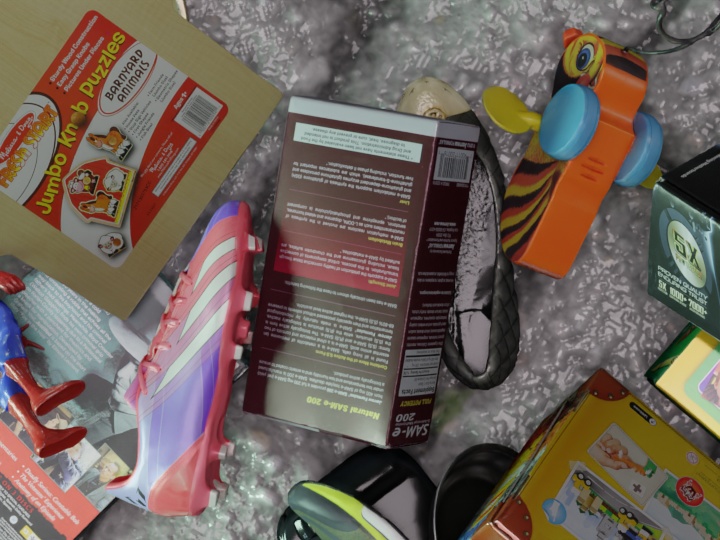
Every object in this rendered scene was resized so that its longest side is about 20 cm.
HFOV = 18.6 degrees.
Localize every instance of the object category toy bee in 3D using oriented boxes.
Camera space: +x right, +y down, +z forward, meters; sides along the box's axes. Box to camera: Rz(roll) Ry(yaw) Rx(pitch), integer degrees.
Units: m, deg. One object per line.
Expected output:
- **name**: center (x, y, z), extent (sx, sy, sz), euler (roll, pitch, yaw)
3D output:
- **toy bee**: center (0.148, -0.098, 1.365), extent (0.200, 0.109, 0.131), euler (-41, 122, 8)

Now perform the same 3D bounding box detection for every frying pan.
- **frying pan**: center (0.102, 0.196, 1.375), extent (0.031, 0.115, 0.190), euler (-19, 109, 45)

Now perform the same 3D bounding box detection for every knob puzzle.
- **knob puzzle**: center (-0.180, -0.095, 1.367), extent (0.219, 0.030, 0.221), euler (-2, 100, -11)

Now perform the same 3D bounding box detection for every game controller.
- **game controller**: center (0.038, 0.210, 1.397), extent (0.104, 0.042, 0.200), euler (-37, 89, -12)

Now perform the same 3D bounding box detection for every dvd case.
- **dvd case**: center (-0.190, 0.080, 1.409), extent (0.146, 0.022, 0.200), euler (45, 93, 1)

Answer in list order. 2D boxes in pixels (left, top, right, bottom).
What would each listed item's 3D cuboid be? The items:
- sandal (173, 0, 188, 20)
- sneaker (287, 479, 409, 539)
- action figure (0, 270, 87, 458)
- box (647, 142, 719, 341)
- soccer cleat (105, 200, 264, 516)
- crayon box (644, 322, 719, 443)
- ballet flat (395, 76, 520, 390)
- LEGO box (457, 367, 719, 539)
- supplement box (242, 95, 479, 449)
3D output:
- **sandal**: center (-0.156, -0.205, 1.381), extent (0.077, 0.070, 0.213), euler (-8, 90, 2)
- **sneaker**: center (0.015, 0.214, 1.336), extent (0.081, 0.074, 0.200), euler (-37, 87, -9)
- **action figure**: center (-0.229, 0.029, 1.359), extent (0.052, 0.066, 0.200), euler (-28, 53, -23)
- **box**: center (0.293, -0.022, 1.277), extent (0.200, 0.086, 0.164), euler (-28, 45, -28)
- **soccer cleat**: center (-0.107, 0.053, 1.366), extent (0.076, 0.067, 0.201), euler (9, 91, 5)
- **crayon box**: center (0.291, 0.087, 1.371), extent (0.200, 0.058, 0.119), euler (41, 91, 2)
- **ballet flat**: center (0.065, -0.024, 1.380), extent (0.066, 0.057, 0.201), euler (-13, 89, 1)
- **LEGO box**: center (0.171, 0.182, 1.329), extent (0.200, 0.077, 0.149), euler (40, 51, 1)
- **supplement box**: center (0.000, 0.000, 1.356), extent (0.109, 0.061, 0.201), euler (12, 95, 29)
